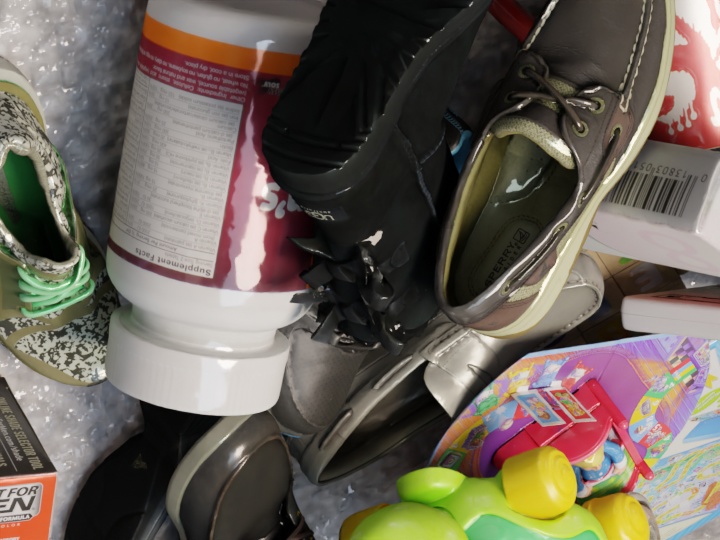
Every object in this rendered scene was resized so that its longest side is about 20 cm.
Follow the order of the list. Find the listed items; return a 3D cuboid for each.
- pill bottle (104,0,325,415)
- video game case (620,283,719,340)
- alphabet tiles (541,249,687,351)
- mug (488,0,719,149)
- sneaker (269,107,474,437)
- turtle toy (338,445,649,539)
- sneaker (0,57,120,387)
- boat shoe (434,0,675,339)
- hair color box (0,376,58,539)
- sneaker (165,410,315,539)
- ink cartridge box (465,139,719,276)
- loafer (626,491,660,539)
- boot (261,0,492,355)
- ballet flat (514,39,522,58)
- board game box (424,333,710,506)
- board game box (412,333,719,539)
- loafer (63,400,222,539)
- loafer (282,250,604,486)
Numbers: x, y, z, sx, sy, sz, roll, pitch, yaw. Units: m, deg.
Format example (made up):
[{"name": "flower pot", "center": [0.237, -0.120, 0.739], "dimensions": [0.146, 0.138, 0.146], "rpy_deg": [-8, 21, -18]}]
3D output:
[{"name": "pill bottle", "center": [-0.067, -0.036, 1.233], "dimensions": [0.109, 0.110, 0.200], "rpy_deg": [3, 106, -28]}, {"name": "video game case", "center": [0.279, 0.026, 1.383], "dimensions": [0.182, 0.200, 0.022], "rpy_deg": [-7, 99, -48]}, {"name": "alphabet tiles", "center": [0.116, -0.006, 1.391], "dimensions": [0.166, 0.006, 0.200], "rpy_deg": [-30, 140, 7]}, {"name": "mug", "center": [0.138, -0.171, 1.253], "dimensions": [0.133, 0.177, 0.200], "rpy_deg": [-32, 117, -44]}, {"name": "sneaker", "center": [0.000, 0.000, 1.300], "dimensions": [0.073, 0.082, 0.200], "rpy_deg": [0, 110, -52]}, {"name": "turtle toy", "center": [0.062, 0.164, 1.324], "dimensions": [0.146, 0.101, 0.200], "rpy_deg": [-23, 144, 29]}, {"name": "sneaker", "center": [-0.164, -0.008, 1.234], "dimensions": [0.077, 0.089, 0.200], "rpy_deg": [-28, 128, -9]}, {"name": "boat shoe", "center": [0.090, -0.062, 1.168], "dimensions": [0.201, 0.072, 0.066], "rpy_deg": [-67, 162, 6]}, {"name": "hair color box", "center": [-0.211, 0.167, 1.308], "dimensions": [0.061, 0.102, 0.200], "rpy_deg": [-3, 119, -25]}, {"name": "sneaker", "center": [-0.040, 0.151, 1.309], "dimensions": [0.075, 0.106, 0.200], "rpy_deg": [-41, 155, -25]}, {"name": "ink cartridge box", "center": [0.171, -0.011, 1.276], "dimensions": [0.200, 0.162, 0.057], "rpy_deg": [38, 73, -41]}, {"name": "loafer", "center": [0.152, 0.204, 1.476], "dimensions": [0.072, 0.063, 0.200], "rpy_deg": [-23, 151, -20]}, {"name": "boot", "center": [0.025, -0.069, 1.189], "dimensions": [0.198, 0.073, 0.163], "rpy_deg": [-60, 153, -22]}, {"name": "ballet flat", "center": [0.172, -0.131, 1.347], "dimensions": [0.200, 0.070, 0.065], "rpy_deg": [-21, 112, -19]}, {"name": "board game box", "center": [0.125, 0.109, 1.401], "dimensions": [0.200, 0.039, 0.158], "rpy_deg": [-6, 135, -36]}, {"name": "board game box", "center": [0.142, 0.127, 1.504], "dimensions": [0.200, 0.034, 0.135], "rpy_deg": [-28, 128, -9]}, {"name": "loafer", "center": [-0.101, 0.120, 1.357], "dimensions": [0.072, 0.073, 0.200], "rpy_deg": [18, 110, -38]}, {"name": "loafer", "center": [0.049, 0.056, 1.367], "dimensions": [0.200, 0.070, 0.070], "rpy_deg": [-30, 140, 10]}]
